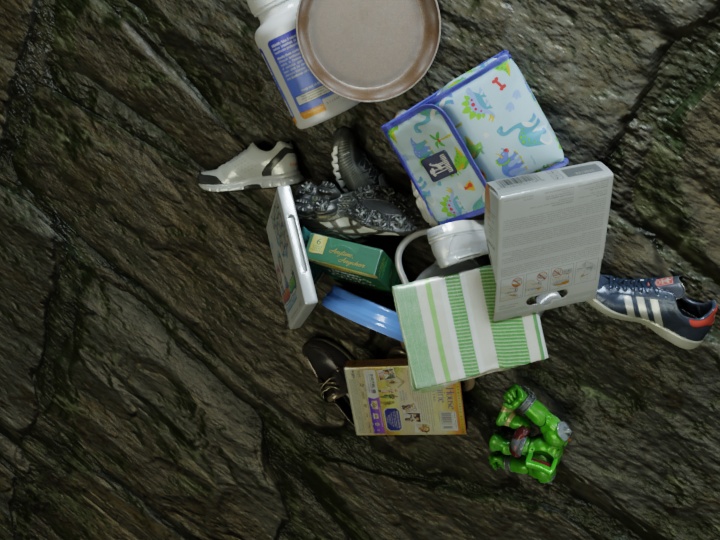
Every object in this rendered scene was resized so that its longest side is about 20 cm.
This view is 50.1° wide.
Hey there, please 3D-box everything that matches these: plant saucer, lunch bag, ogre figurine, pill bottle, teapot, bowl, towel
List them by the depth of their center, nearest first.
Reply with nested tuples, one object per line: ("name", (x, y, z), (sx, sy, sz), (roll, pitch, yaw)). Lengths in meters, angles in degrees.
("lunch bag", (0.152, -0.174, 1.047), (0.200, 0.127, 0.170), (-28, 101, 18))
("plant saucer", (0.010, -0.334, 1.059), (0.200, 0.032, 0.200), (-2, 104, -8))
("towel", (0.153, 0.074, 1.062), (0.200, 0.023, 0.153), (-13, 94, -11))
("pill bottle", (-0.084, -0.318, 1.120), (0.112, 0.112, 0.200), (-15, 109, 32))
("teapot", (0.170, 0.034, 1.165), (0.197, 0.200, 0.146), (28, 96, 36))
("bowl", (0.036, 0.074, 1.234), (0.200, 0.201, 0.039), (23, 90, 14))
("ogre figurine", (0.281, 0.286, 1.285), (0.120, 0.098, 0.200), (27, 115, 25))

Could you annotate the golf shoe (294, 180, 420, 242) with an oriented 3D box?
("golf shoe", (-0.003, -0.080, 1.173), (0.200, 0.078, 0.095), (13, 149, 17))

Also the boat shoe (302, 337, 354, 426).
("boat shoe", (-0.035, 0.209, 1.415), (0.200, 0.073, 0.074), (46, 127, -3))

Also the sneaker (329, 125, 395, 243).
("sneaker", (0.013, -0.134, 1.206), (0.090, 0.066, 0.200), (0, 120, 24))

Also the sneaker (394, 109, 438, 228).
("sneaker", (0.120, -0.149, 1.137), (0.092, 0.076, 0.200), (-13, 112, 27))

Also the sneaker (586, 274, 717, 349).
("sneaker", (0.407, 0.032, 1.093), (0.200, 0.075, 0.085), (23, 127, 2))

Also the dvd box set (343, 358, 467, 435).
("dvd box set", (0.080, 0.220, 1.338), (0.200, 0.029, 0.147), (-4, 115, 14))

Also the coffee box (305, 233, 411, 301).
("coffee box", (0.000, 0.000, 1.218), (0.123, 0.200, 0.044), (15, 80, 19))

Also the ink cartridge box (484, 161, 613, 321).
("ink cartridge box", (0.246, -0.038, 1.028), (0.162, 0.050, 0.200), (-12, 128, -11))

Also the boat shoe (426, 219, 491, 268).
("boat shoe", (0.176, -0.035, 1.092), (0.072, 0.200, 0.069), (-17, 82, 41))

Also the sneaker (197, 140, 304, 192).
("sneaker", (-0.186, -0.173, 1.290), (0.200, 0.074, 0.080), (-4, 101, 24))

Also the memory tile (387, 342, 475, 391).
("memory tile", (0.122, 0.173, 1.351), (0.153, 0.017, 0.200), (37, 127, 4))

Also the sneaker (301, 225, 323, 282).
("sneaker", (-0.077, -0.040, 1.293), (0.077, 0.080, 0.200), (28, 125, 11))

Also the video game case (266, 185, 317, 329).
("video game case", (-0.110, -0.014, 1.199), (0.200, 0.024, 0.182), (128, 129, -72))
